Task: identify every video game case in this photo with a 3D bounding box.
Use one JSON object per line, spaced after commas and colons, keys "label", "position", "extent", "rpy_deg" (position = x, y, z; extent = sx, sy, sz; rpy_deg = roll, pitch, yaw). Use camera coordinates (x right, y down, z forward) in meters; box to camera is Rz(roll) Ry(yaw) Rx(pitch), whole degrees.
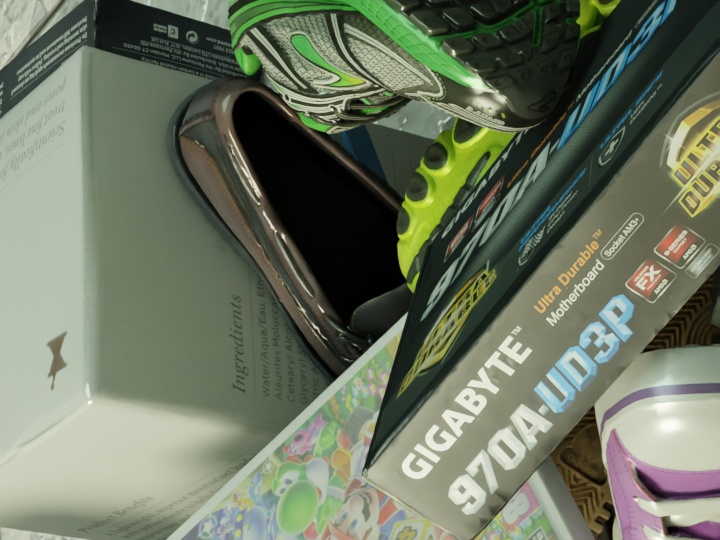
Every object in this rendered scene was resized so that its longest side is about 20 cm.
{"label": "video game case", "position": [-0.011, 0.118, 0.854], "extent": [0.200, 0.018, 0.143], "rpy_deg": [-44, 44, 18]}

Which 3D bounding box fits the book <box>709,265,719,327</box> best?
{"label": "book", "position": [0.167, -0.076, 0.771], "extent": [0.134, 0.048, 0.200], "rpy_deg": [-59, 6, 32]}

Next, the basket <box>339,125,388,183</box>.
{"label": "basket", "position": [0.043, -0.111, 0.972], "extent": [0.176, 0.139, 0.200], "rpy_deg": [-31, 86, 35]}

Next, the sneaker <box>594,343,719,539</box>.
{"label": "sneaker", "position": [0.118, 0.108, 0.766], "extent": [0.201, 0.072, 0.114], "rpy_deg": [74, -165, -59]}

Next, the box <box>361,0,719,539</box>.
{"label": "box", "position": [0.082, -0.027, 0.759], "extent": [0.200, 0.046, 0.159], "rpy_deg": [-52, 10, 30]}

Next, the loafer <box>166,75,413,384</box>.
{"label": "loafer", "position": [0.000, 0.000, 0.949], "extent": [0.072, 0.200, 0.063], "rpy_deg": [-46, 7, -17]}

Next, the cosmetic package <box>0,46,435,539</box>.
{"label": "cosmetic package", "position": [-0.078, 0.025, 1.040], "extent": [0.165, 0.200, 0.165], "rpy_deg": [-32, 54, 46]}

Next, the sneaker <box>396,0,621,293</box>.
{"label": "sneaker", "position": [0.093, -0.061, 0.885], "extent": [0.200, 0.083, 0.074], "rpy_deg": [-50, 41, 29]}

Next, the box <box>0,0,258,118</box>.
{"label": "box", "position": [-0.148, -0.020, 1.250], "extent": [0.200, 0.104, 0.182], "rpy_deg": [-28, 55, 49]}

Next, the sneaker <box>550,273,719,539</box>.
{"label": "sneaker", "position": [0.075, 0.040, 0.894], "extent": [0.200, 0.071, 0.112], "rpy_deg": [-50, 29, -2]}

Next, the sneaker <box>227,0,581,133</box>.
{"label": "sneaker", "position": [0.014, -0.087, 0.853], "extent": [0.200, 0.078, 0.085], "rpy_deg": [35, 130, 54]}
